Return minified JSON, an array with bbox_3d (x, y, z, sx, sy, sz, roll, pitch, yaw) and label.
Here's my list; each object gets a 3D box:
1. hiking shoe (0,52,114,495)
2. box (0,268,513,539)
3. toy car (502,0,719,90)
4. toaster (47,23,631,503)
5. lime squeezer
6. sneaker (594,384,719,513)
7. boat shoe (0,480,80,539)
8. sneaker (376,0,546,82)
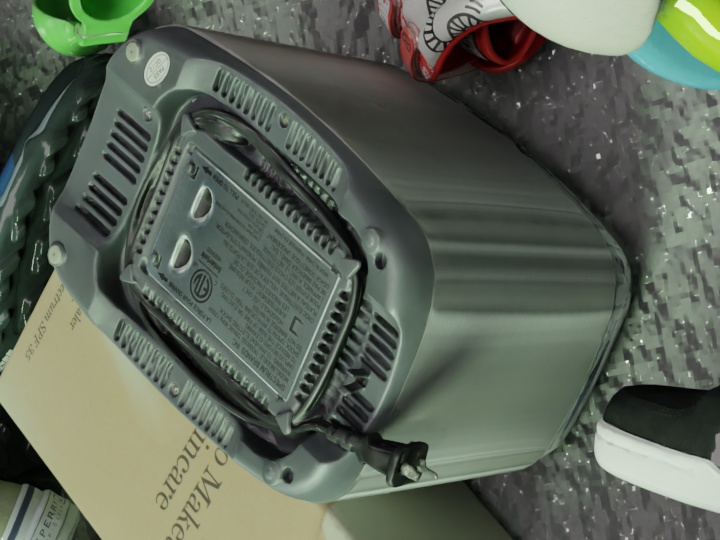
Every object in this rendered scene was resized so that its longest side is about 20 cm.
[{"bbox_3d":[-0.141,0.000,1.073,0.087,0.074,0.201,38,111,45],"label":"hiking shoe"},{"bbox_3d":[-0.038,0.074,0.972,0.200,0.077,0.095,47,120,33],"label":"box"},{"bbox_3d":[0.104,-0.143,0.801,0.150,0.174,0.202,129,130,-73],"label":"toy car"},{"bbox_3d":[0.000,0.000,0.900,0.200,0.129,0.114,39,117,37],"label":"toaster"},{"bbox_3d":[-0.099,-0.120,1.033,0.200,0.037,0.071,171,108,-66],"label":"lime squeezer"},{"bbox_3d":[0.165,0.022,0.790,0.199,0.073,0.113,8,93,35],"label":"sneaker"},{"bbox_3d":[-0.171,0.147,1.083,0.062,0.072,0.201,27,127,-4],"label":"boat shoe"},{"bbox_3d":[0.003,-0.116,0.939,0.201,0.067,0.109,-8,92,48],"label":"sneaker"}]
